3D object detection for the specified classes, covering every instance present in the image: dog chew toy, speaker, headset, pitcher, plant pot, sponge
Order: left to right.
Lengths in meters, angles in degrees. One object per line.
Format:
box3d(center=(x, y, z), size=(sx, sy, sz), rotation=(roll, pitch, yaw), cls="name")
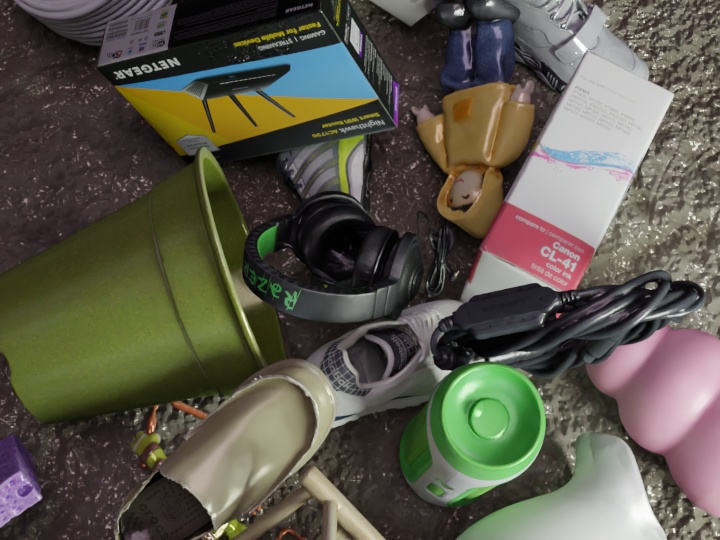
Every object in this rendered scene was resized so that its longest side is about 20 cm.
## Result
box3d(center=(-0.330, 0.200, 0.799), size=(0.199, 0.111, 0.030), rotation=(-36, 108, -14), cls="sponge")
box3d(center=(-0.174, 0.032, 0.842), size=(0.188, 0.200, 0.202), rotation=(-20, 75, 2), cls="plant pot")
box3d(center=(0.000, 0.000, 0.833), size=(0.199, 0.095, 0.123), rotation=(-18, 38, -40), cls="headset")
box3d(center=(0.079, 0.126, 0.811), size=(0.087, 0.200, 0.089), rotation=(2, 72, -5), cls="speaker")
box3d(center=(0.157, 0.248, 0.830), size=(0.199, 0.121, 0.172), rotation=(-34, 86, -26), cls="pitcher")
box3d(center=(0.267, 0.107, 0.882), size=(0.200, 0.125, 0.125), rotation=(39, 73, 16), cls="dog chew toy")

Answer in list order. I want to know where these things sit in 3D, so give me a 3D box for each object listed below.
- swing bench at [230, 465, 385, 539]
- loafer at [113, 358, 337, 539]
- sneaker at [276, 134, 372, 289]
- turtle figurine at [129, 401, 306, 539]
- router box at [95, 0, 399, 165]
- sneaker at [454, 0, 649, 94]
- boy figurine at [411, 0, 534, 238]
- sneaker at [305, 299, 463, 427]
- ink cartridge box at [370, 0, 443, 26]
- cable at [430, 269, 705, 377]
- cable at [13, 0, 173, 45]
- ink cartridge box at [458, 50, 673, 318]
box3d(center=(-0.029, 0.273, 0.734), size=(0.200, 0.199, 0.130), rotation=(38, 29, -23), cls="swing bench")
box3d(center=(-0.096, 0.141, 0.755), size=(0.200, 0.068, 0.076), rotation=(-43, 93, 15), cls="loafer")
box3d(center=(-0.033, -0.070, 0.940), size=(0.080, 0.074, 0.202), rotation=(1, 67, 7), cls="sneaker")
box3d(center=(-0.129, 0.206, 0.838), size=(0.200, 0.064, 0.161), rotation=(43, 74, 9), cls="turtle figurine")
box3d(center=(-0.086, -0.156, 0.871), size=(0.198, 0.149, 0.052), rotation=(-8, 59, 24), cls="router box")
box3d(center=(0.180, -0.229, 0.978), size=(0.199, 0.115, 0.075), rotation=(33, 73, 5), cls="sneaker")
box3d(center=(0.095, -0.130, 0.951), size=(0.123, 0.064, 0.202), rotation=(1, 85, 39), cls="boy figurine")
box3d(center=(0.036, 0.065, 0.860), size=(0.199, 0.081, 0.077), rotation=(-23, 74, -43), cls="sneaker")
box3d(center=(0.064, -0.299, 0.964), size=(0.067, 0.200, 0.117), rotation=(28, 71, -20), cls="ink cartridge box")
box3d(center=(0.156, 0.048, 0.803), size=(0.198, 0.163, 0.051), rotation=(-15, 69, 17), cls="cable")
box3d(center=(-0.227, -0.300, 0.946), size=(0.200, 0.069, 0.201), rotation=(42, 99, 29), cls="cable")
box3d(center=(0.168, -0.055, 0.903), size=(0.085, 0.148, 0.201), rotation=(29, 73, 9), cls="ink cartridge box")
